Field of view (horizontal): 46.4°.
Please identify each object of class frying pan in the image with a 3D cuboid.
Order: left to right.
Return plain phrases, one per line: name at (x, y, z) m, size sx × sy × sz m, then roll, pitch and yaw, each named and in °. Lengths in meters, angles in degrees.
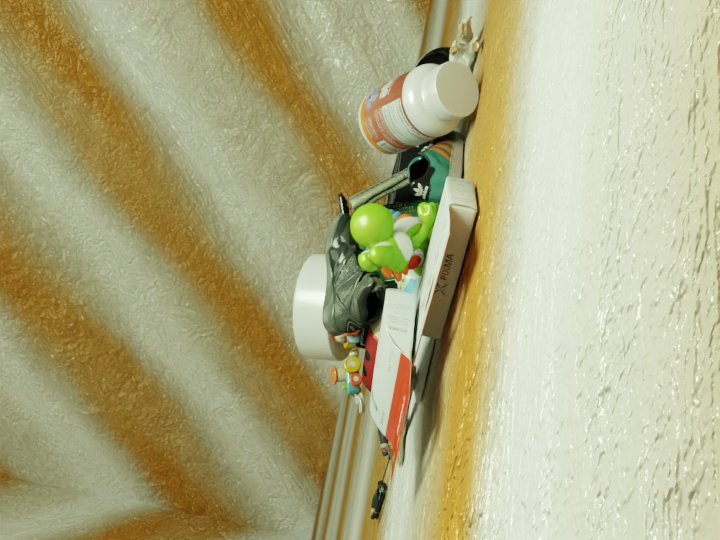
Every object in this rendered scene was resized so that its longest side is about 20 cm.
frying pan at (0.144, -0.312, 1.490) m, size 0.031 × 0.114 × 0.191 m, roll 51°, pitch 170°, yaw 46°

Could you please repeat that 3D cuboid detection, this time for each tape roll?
tape roll at (-0.060, 0.071, 1.608) m, size 0.202 × 0.070 × 0.205 m, roll 3°, pitch -90°, yaw -72°

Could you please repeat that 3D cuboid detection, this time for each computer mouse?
computer mouse at (0.035, 0.320, 1.416) m, size 0.059 × 0.034 × 0.203 m, roll 141°, pitch 141°, yaw -85°

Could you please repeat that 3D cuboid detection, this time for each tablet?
tablet at (0.093, 0.113, 1.291) m, size 0.200 × 0.013 × 0.132 m, roll -88°, pitch 9°, yaw -80°

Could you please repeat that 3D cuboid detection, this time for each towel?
towel at (0.068, -0.155, 1.505) m, size 0.035 × 0.198 × 0.193 m, roll 63°, pitch -178°, yaw -7°

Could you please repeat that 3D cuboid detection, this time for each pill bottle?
pill bottle at (0.091, -0.258, 1.323) m, size 0.199 × 0.111 × 0.114 m, roll -12°, pitch 63°, yaw 57°

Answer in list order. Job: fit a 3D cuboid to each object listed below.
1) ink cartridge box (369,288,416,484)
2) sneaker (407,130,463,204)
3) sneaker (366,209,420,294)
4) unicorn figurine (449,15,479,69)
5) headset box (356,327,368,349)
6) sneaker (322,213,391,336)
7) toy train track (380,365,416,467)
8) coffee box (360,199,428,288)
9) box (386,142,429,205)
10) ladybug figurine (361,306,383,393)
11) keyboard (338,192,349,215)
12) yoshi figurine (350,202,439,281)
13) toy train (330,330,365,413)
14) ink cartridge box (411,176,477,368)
ink cartridge box at (0.038, 0.149, 1.105) m, size 0.201 × 0.056 × 0.164 m, roll -74°, pitch -7°, yaw -53°
sneaker at (0.116, -0.171, 1.320) m, size 0.201 × 0.079 × 0.072 m, roll -81°, pitch 4°, yaw -57°
sneaker at (0.055, -0.010, 1.302) m, size 0.080 × 0.129 × 0.201 m, roll 117°, pitch 170°, yaw -48°
unicorn figurine at (0.155, -0.313, 1.407) m, size 0.202 × 0.073 × 0.137 m, roll -62°, pitch 3°, yaw 4°
headset box at (0.052, 0.065, 1.572) m, size 0.200 × 0.092 × 0.176 m, roll 125°, pitch 156°, yaw -84°
sneaker at (0.000, 0.000, 1.344) m, size 0.076 × 0.113 × 0.202 m, roll 32°, pitch -126°, yaw -52°
toy train track at (0.055, 0.218, 1.280) m, size 0.115 × 0.032 × 0.201 m, roll -85°, pitch 3°, yaw -48°
coffee box at (0.061, -0.039, 1.450) m, size 0.201 × 0.122 × 0.044 m, roll -78°, pitch -28°, yaw -43°
box at (0.101, -0.168, 1.756) m, size 0.142 × 0.078 × 0.202 m, roll 109°, pitch 172°, yaw -51°
ladybug figurine at (0.043, 0.133, 1.383) m, size 0.136 × 0.071 × 0.202 m, roll -77°, pitch -5°, yaw -58°
keyboard at (-0.015, -0.033, 1.540) m, size 0.127 × 0.020 × 0.203 m, roll 88°, pitch 173°, yaw -81°
yoshi figurine at (0.050, -0.059, 1.178) m, size 0.200 × 0.111 × 0.113 m, roll -26°, pitch -37°, yaw -59°
toy train at (-0.027, 0.145, 1.479) m, size 0.150 × 0.055 × 0.203 m, roll -109°, pitch 16°, yaw -76°
ink cartridge box at (0.109, 0.003, 1.092) m, size 0.174 × 0.043 × 0.202 m, roll -83°, pitch 5°, yaw -61°
